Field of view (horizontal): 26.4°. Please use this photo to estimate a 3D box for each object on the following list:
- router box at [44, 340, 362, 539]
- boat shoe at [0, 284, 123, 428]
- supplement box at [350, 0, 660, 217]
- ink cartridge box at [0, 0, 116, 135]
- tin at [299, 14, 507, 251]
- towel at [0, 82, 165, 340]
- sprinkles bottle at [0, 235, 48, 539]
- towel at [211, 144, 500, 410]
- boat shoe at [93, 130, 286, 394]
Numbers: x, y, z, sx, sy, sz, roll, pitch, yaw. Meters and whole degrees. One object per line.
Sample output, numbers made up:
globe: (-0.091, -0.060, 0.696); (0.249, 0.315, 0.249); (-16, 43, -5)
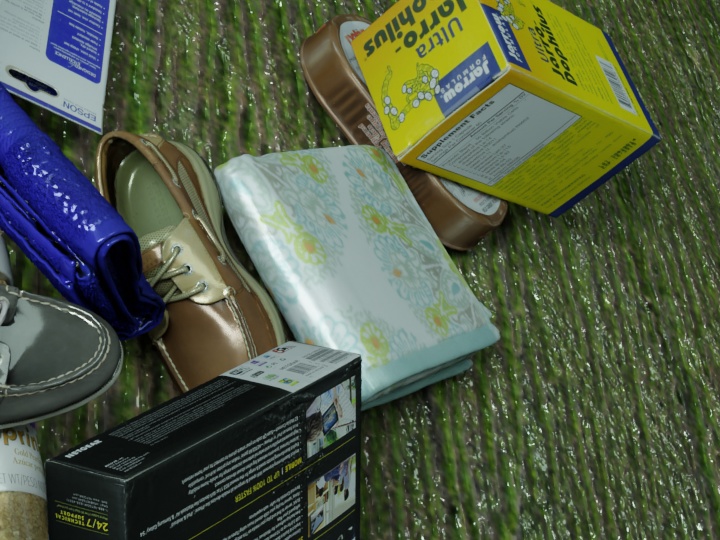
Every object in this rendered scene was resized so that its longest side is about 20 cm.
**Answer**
router box: (-0.069, 0.134, 0.759); (0.200, 0.051, 0.149); (-23, 118, -56)
boat shoe: (-0.210, 0.031, 0.693); (0.200, 0.057, 0.067); (3, 62, -4)
supplement box: (0.108, -0.130, 1.118); (0.200, 0.109, 0.110); (16, 45, -48)
ink cartridge box: (-0.203, -0.166, 0.952); (0.099, 0.039, 0.200); (26, 43, -30)
tin: (0.035, -0.105, 1.136); (0.200, 0.042, 0.112); (51, 25, 0)
towel: (-0.186, -0.050, 0.789); (0.050, 0.148, 0.200); (-40, 75, -13)
sprinkles bottle: (-0.192, 0.075, 0.744); (0.068, 0.068, 0.200); (9, 55, -41)
towel: (0.000, 0.000, 0.996); (0.171, 0.048, 0.200); (57, 27, 10)
boat shoe: (-0.107, 0.003, 0.874); (0.074, 0.076, 0.200); (30, 28, -57)
